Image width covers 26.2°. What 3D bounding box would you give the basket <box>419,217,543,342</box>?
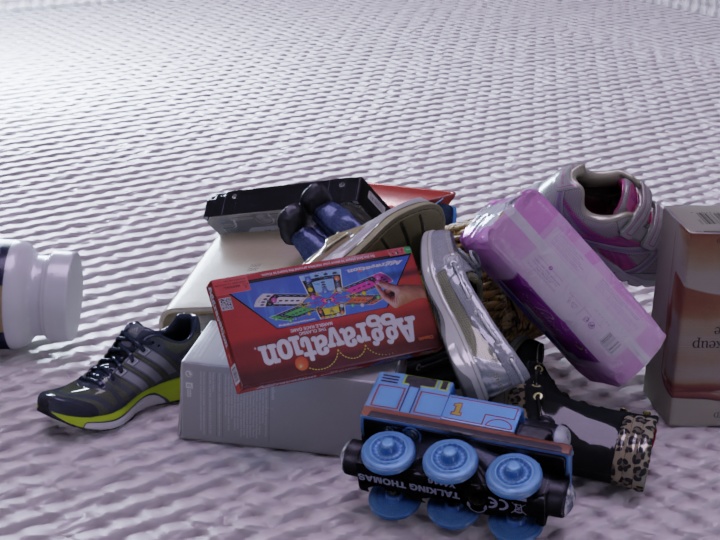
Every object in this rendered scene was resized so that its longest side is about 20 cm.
[{"bbox_3d":[0.150,0.010,1.629,0.149,0.143,0.200,-13,1,-32],"label":"basket"}]

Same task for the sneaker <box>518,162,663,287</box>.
[{"bbox_3d":[0.259,-0.047,1.524,0.200,0.088,0.081,16,59,-19],"label":"sneaker"}]

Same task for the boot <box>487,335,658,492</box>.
[{"bbox_3d":[0.195,0.133,1.422,0.153,0.074,0.204,9,26,11],"label":"boot"}]

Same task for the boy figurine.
[{"bbox_3d":[0.000,0.000,1.558,0.124,0.064,0.200,-40,58,-11],"label":"boy figurine"}]

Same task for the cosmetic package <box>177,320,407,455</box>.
[{"bbox_3d":[-0.060,0.110,1.441,0.200,0.090,0.107,9,21,10],"label":"cosmetic package"}]

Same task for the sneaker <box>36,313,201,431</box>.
[{"bbox_3d":[-0.226,0.093,1.473,0.074,0.081,0.200,16,24,36],"label":"sneaker"}]

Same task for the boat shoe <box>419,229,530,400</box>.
[{"bbox_3d":[0.101,0.037,1.430,0.065,0.074,0.202,-19,43,5],"label":"boat shoe"}]

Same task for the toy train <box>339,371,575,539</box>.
[{"bbox_3d":[0.086,0.154,1.290,0.200,0.087,0.114,8,44,17],"label":"toy train"}]

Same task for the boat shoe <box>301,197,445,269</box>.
[{"bbox_3d":[-0.005,-0.011,1.480,0.200,0.075,0.068,-36,38,-28],"label":"boat shoe"}]

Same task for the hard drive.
[{"bbox_3d":[-0.056,-0.047,1.722,0.200,0.038,0.140,-3,-29,29],"label":"hard drive"}]

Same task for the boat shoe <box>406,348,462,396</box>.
[{"bbox_3d":[0.020,0.088,1.534,0.199,0.066,0.075,3,19,3],"label":"boat shoe"}]

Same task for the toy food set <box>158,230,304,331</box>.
[{"bbox_3d":[-0.104,0.020,1.657,0.200,0.060,0.144,-2,34,26],"label":"toy food set"}]

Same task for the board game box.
[{"bbox_3d":[-0.030,0.042,1.388,0.200,0.103,0.019,-10,-17,-25],"label":"board game box"}]

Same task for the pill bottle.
[{"bbox_3d":[-0.394,0.023,1.601,0.200,0.116,0.116,2,19,0],"label":"pill bottle"}]

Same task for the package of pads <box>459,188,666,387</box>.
[{"bbox_3d":[0.189,0.015,1.457,0.076,0.200,0.121,-43,5,-6],"label":"package of pads"}]

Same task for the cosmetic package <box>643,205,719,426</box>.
[{"bbox_3d":[0.342,0.043,1.498,0.103,0.200,0.087,-2,21,-7],"label":"cosmetic package"}]

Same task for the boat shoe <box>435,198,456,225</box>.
[{"bbox_3d":[0.078,-0.042,1.881,0.069,0.084,0.200,14,18,0],"label":"boat shoe"}]

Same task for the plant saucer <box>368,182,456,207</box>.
[{"bbox_3d":[-0.011,-0.076,2.007,0.199,0.037,0.200,-16,17,-42],"label":"plant saucer"}]
